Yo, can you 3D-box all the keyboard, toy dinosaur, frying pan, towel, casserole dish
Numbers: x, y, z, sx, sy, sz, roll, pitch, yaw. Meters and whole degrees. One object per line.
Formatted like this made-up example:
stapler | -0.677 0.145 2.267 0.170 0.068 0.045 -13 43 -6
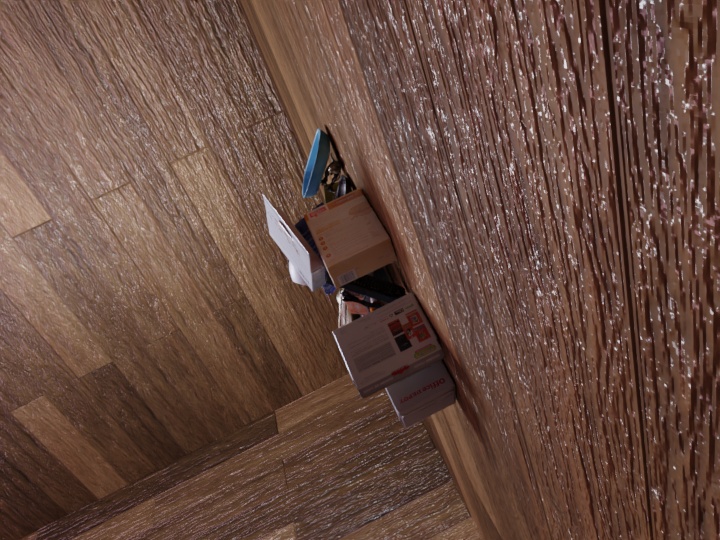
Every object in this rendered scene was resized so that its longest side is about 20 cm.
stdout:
keyboard | 0.014 0.043 1.209 0.128 0.197 0.021 -87 17 -56
toy dinosaur | -0.080 -0.270 1.458 0.200 0.047 0.089 -112 42 -70
frying pan | -0.041 -0.169 1.379 0.116 0.030 0.192 108 160 -43
towel | -0.092 -0.057 1.349 0.145 0.024 0.202 -51 -56 -49
casserole dish | -0.120 -0.289 1.442 0.122 0.038 0.201 -95 21 -44

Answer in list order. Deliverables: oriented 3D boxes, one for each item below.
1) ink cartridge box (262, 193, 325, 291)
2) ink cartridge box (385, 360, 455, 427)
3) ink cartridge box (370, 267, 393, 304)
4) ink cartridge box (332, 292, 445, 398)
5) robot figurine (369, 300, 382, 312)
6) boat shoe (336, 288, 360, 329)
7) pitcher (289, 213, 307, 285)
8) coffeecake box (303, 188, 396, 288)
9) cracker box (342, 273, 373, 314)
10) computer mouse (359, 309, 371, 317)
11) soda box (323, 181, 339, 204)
ink cartridge box | -0.154 -0.072 1.229 0.201 0.043 0.174 51 159 22
ink cartridge box | 0.118 0.238 1.244 0.145 0.143 0.202 69 175 -58
ink cartridge box | 0.049 0.041 1.565 0.200 0.074 0.167 78 168 -72
ink cartridge box | 0.065 0.174 1.129 0.084 0.197 0.177 67 177 -52
robot figurine | 0.090 0.178 1.400 0.058 0.143 0.203 -31 -70 -56
boat shoe | -0.039 0.078 1.491 0.071 0.064 0.204 -10 -77 -61
pitcher | -0.139 -0.056 1.534 0.172 0.119 0.204 -145 66 -75
coffeecake box | -0.028 -0.078 1.206 0.074 0.152 0.201 68 176 -47
cracker box | 0.000 0.000 1.396 0.134 0.057 0.203 73 -158 -67
computer mouse | 0.088 0.159 1.480 0.198 0.044 0.110 33 -178 1
soda box | -0.062 -0.160 1.487 0.065 0.066 0.202 79 -179 -50
